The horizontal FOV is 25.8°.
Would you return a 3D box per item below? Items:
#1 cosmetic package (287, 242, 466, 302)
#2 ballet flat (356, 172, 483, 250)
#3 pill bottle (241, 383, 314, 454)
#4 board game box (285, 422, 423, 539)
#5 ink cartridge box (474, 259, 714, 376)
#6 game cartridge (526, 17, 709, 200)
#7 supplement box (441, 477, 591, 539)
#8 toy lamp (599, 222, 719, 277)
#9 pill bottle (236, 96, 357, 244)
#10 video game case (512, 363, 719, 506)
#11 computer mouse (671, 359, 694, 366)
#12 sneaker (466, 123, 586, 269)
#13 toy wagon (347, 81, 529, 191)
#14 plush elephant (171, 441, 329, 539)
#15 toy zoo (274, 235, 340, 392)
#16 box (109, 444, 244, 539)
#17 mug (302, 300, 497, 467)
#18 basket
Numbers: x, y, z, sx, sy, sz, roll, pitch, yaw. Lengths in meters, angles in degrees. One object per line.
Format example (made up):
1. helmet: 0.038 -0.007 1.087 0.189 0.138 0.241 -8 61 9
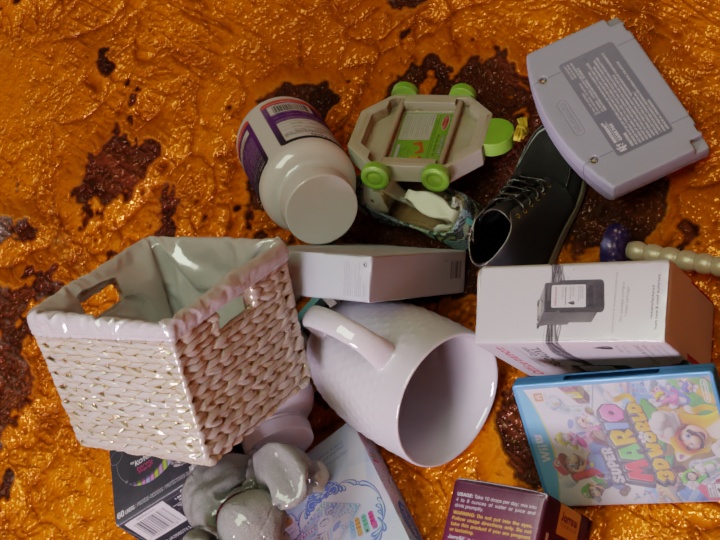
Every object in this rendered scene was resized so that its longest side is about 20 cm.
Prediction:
1. cosmetic package: 0.000 0.000 1.667 0.150 0.199 0.052 7 96 32
2. ballet flat: 0.056 -0.081 1.746 0.199 0.074 0.075 20 82 36
3. pill bottle: -0.119 0.110 1.724 0.112 0.112 0.201 -33 58 16
4. board game box: -0.037 0.297 1.667 0.199 0.043 0.200 -37 57 14
5. ink cartridge box: 0.229 0.051 1.541 0.198 0.145 0.084 -2 72 30
6. game cartridge: 0.260 -0.169 1.650 0.132 0.041 0.201 -22 57 -7
7. supplement box: 0.137 0.315 1.503 0.102 0.131 0.202 5 75 31
8. toy lamp: 0.335 -0.007 1.554 0.198 0.058 0.059 9 76 34
9. pill bottle: -0.068 -0.110 1.766 0.111 0.111 0.200 -44 31 9
10. video game case: 0.255 0.160 1.498 0.198 0.144 0.018 -6 26 28
11. computer mouse: 0.258 0.145 1.524 0.198 0.110 0.044 -9 27 35
12. sneaker: 0.177 -0.078 1.647 0.074 0.106 0.202 7 75 33
13. toy wagon: 0.088 -0.146 1.734 0.198 0.040 0.156 4 45 17
14. plush elephant: -0.107 0.250 1.572 0.165 0.200 0.155 -46 38 -1
15. toy zoo: -0.081 0.069 1.798 0.131 0.020 0.200 -47 54 7
16. box: -0.202 0.199 1.742 0.122 0.106 0.201 -32 42 16
17. mug: 0.018 0.092 1.621 0.175 0.200 0.148 25 81 43
18. basket: -0.185 0.074 1.562 0.198 0.198 0.162 3 116 35
